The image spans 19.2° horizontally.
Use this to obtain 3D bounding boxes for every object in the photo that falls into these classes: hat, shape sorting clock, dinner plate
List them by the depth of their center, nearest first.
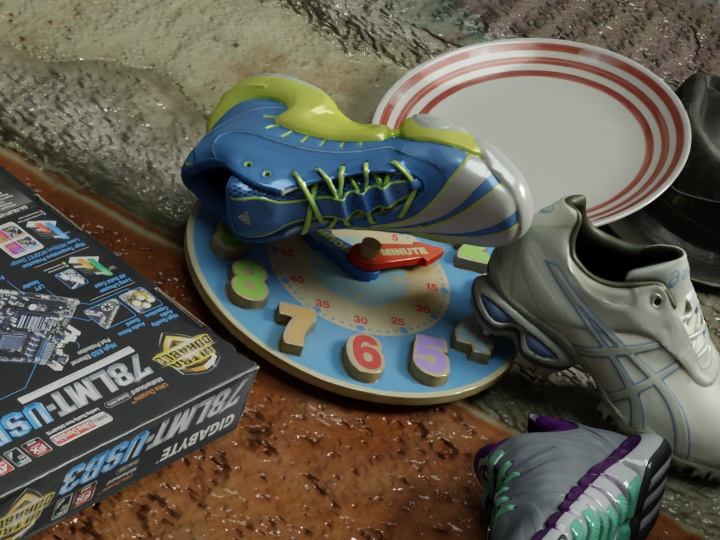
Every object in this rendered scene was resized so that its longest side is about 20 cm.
[{"bbox_3d":[0.000,0.000,1.185,0.200,0.039,0.200,14,34,-10],"label":"shape sorting clock"},{"bbox_3d":[0.106,-0.081,1.332,0.200,0.024,0.200,-2,43,2],"label":"dinner plate"},{"bbox_3d":[0.224,-0.075,1.376,0.200,0.081,0.201,13,34,-9],"label":"hat"}]

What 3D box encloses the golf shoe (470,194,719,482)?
[{"bbox_3d":[0.161,0.038,1.153,0.200,0.097,0.078,33,33,-7],"label":"golf shoe"}]

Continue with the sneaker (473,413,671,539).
[{"bbox_3d":[0.081,0.125,1.038,0.087,0.075,0.200,18,21,22],"label":"sneaker"}]

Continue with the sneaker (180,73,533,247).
[{"bbox_3d":[-0.010,-0.038,1.146,0.200,0.076,0.105,19,47,31],"label":"sneaker"}]

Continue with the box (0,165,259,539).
[{"bbox_3d":[-0.185,0.038,1.021,0.198,0.050,0.200,36,36,21],"label":"box"}]
